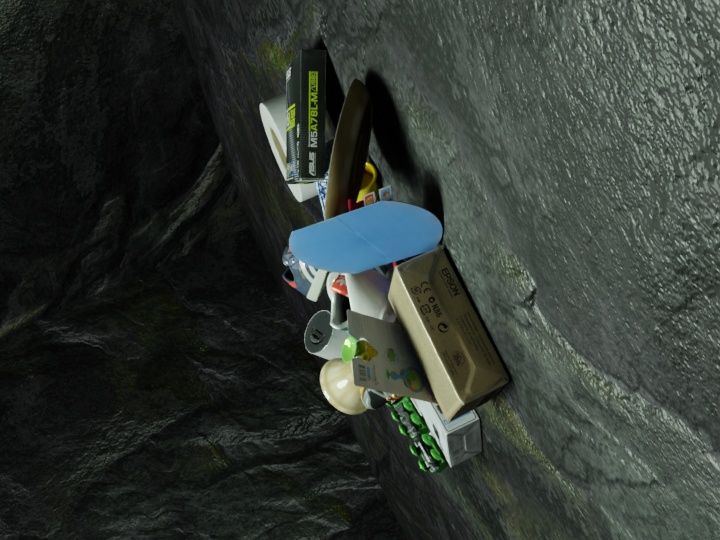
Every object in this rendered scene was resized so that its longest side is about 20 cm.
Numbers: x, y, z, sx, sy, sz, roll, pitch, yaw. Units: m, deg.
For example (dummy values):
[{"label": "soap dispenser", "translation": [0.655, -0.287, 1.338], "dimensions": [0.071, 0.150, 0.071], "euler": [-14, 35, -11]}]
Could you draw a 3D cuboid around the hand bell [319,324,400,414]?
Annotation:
[{"label": "hand bell", "translation": [0.027, 0.142, 1.683], "dimensions": [0.200, 0.103, 0.105], "euler": [-46, 64, 42]}]

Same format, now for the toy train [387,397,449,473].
[{"label": "toy train", "translation": [0.087, 0.251, 1.735], "dimensions": [0.056, 0.042, 0.201], "euler": [22, -149, -50]}]

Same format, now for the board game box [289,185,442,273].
[{"label": "board game box", "translation": [0.007, -0.056, 1.344], "dimensions": [0.158, 0.198, 0.039], "euler": [35, -136, -54]}]

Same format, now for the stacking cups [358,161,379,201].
[{"label": "stacking cups", "translation": [0.012, -0.087, 1.632], "dimensions": [0.061, 0.060, 0.201], "euler": [60, 172, 34]}]

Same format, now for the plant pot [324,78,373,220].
[{"label": "plant pot", "translation": [-0.012, -0.151, 1.381], "dimensions": [0.200, 0.027, 0.203], "euler": [11, -90, -85]}]

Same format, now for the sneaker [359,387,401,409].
[{"label": "sneaker", "translation": [0.070, 0.164, 1.609], "dimensions": [0.078, 0.078, 0.200], "euler": [55, 130, 17]}]

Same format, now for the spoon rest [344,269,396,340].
[{"label": "spoon rest", "translation": [0.014, 0.026, 1.508], "dimensions": [0.060, 0.100, 0.201], "euler": [21, 147, 24]}]

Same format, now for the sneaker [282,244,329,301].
[{"label": "sneaker", "translation": [-0.079, -0.032, 1.684], "dimensions": [0.084, 0.075, 0.201], "euler": [28, 136, 3]}]

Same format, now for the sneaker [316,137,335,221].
[{"label": "sneaker", "translation": [-0.028, -0.128, 1.709], "dimensions": [0.078, 0.069, 0.202], "euler": [-56, -31, -60]}]

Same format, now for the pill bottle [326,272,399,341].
[{"label": "pill bottle", "translation": [0.021, 0.065, 1.731], "dimensions": [0.114, 0.112, 0.201], "euler": [60, 177, 36]}]

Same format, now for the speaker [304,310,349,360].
[{"label": "speaker", "translation": [-0.004, 0.139, 1.870], "dimensions": [0.199, 0.082, 0.081], "euler": [24, -160, -37]}]

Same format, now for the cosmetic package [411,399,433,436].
[{"label": "cosmetic package", "translation": [0.118, 0.222, 1.796], "dimensions": [0.083, 0.050, 0.201], "euler": [84, 160, -53]}]

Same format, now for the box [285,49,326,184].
[{"label": "box", "translation": [-0.088, -0.236, 1.640], "dimensions": [0.200, 0.047, 0.196], "euler": [-161, 69, -79]}]

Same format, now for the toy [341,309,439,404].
[{"label": "toy", "translation": [0.053, 0.135, 1.481], "dimensions": [0.199, 0.047, 0.116], "euler": [20, -129, -37]}]

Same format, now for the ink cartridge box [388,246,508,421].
[{"label": "ink cartridge box", "translation": [0.113, 0.089, 1.404], "dimensions": [0.165, 0.074, 0.202], "euler": [96, 148, -75]}]

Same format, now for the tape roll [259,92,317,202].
[{"label": "tape roll", "translation": [-0.121, -0.235, 1.976], "dimensions": [0.203, 0.070, 0.204], "euler": [90, 154, -68]}]

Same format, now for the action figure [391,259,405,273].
[{"label": "action figure", "translation": [0.075, 0.025, 1.553], "dimensions": [0.066, 0.051, 0.201], "euler": [-117, 9, -45]}]

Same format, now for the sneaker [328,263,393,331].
[{"label": "sneaker", "translation": [0.000, 0.000, 1.555], "dimensions": [0.070, 0.093, 0.202], "euler": [22, 109, 24]}]

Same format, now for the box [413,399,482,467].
[{"label": "box", "translation": [0.123, 0.201, 1.684], "dimensions": [0.117, 0.060, 0.201], "euler": [77, 166, -52]}]
